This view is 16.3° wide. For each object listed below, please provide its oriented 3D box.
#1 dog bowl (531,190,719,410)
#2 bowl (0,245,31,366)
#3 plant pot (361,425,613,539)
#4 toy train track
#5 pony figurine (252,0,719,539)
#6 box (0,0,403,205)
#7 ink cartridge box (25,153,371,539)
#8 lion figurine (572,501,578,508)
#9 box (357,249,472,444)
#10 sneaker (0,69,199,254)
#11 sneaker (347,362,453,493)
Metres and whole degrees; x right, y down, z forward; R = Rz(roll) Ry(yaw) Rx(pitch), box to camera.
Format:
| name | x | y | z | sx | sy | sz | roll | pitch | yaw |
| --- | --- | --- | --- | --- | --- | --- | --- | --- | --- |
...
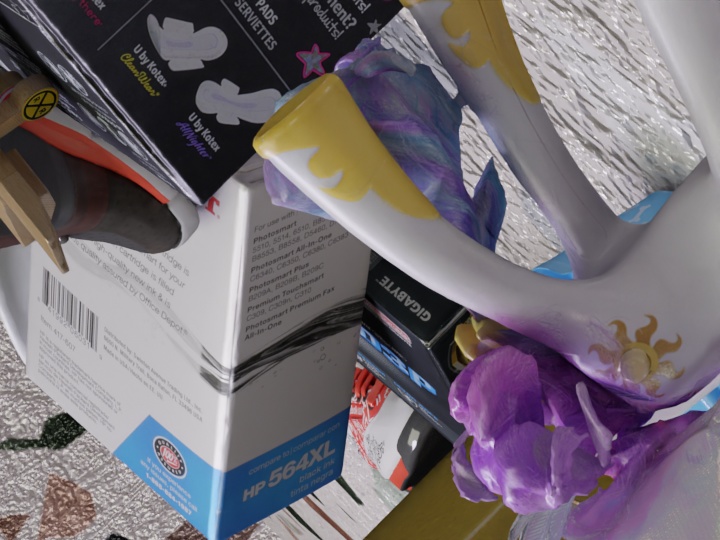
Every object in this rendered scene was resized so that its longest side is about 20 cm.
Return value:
| name | x | y | z | sx | sy | sz | roll | pitch | yaw |
| --- | --- | --- | --- | --- | --- | --- | --- | --- | --- |
| dog bowl | 0.127 | 0.029 | 0.768 | 0.111 | 0.050 | 0.200 | 49 | 169 | -19 |
| bowl | -0.119 | -0.041 | 1.276 | 0.201 | 0.090 | 0.201 | -8 | -90 | -76 |
| plant pot | 0.091 | 0.144 | 1.009 | 0.194 | 0.196 | 0.200 | 44 | 164 | 8 |
| toy train track | -0.124 | -0.071 | 0.794 | 0.115 | 0.033 | 0.200 | 49 | 168 | 26 |
| pony figurine | 0.072 | 0.012 | 0.585 | 0.200 | 0.193 | 0.167 | 47 | -157 | -13 |
| box | -0.091 | -0.129 | 0.838 | 0.132 | 0.115 | 0.200 | 51 | 170 | -36 |
| ink cartridge box | -0.072 | -0.007 | 1.104 | 0.146 | 0.084 | 0.200 | 39 | 136 | 33 |
| lion figurine | 0.093 | 0.120 | 1.281 | 0.123 | 0.072 | 0.200 | 55 | 162 | 28 |
| box | 0.000 | 0.000 | 1.192 | 0.200 | 0.046 | 0.159 | 40 | 169 | 30 |
| sneaker | -0.148 | -0.037 | 0.955 | 0.200 | 0.082 | 0.077 | 28 | -177 | -45 |
| sneaker | 0.005 | 0.063 | 1.374 | 0.108 | 0.067 | 0.201 | 42 | 173 | 7 |
